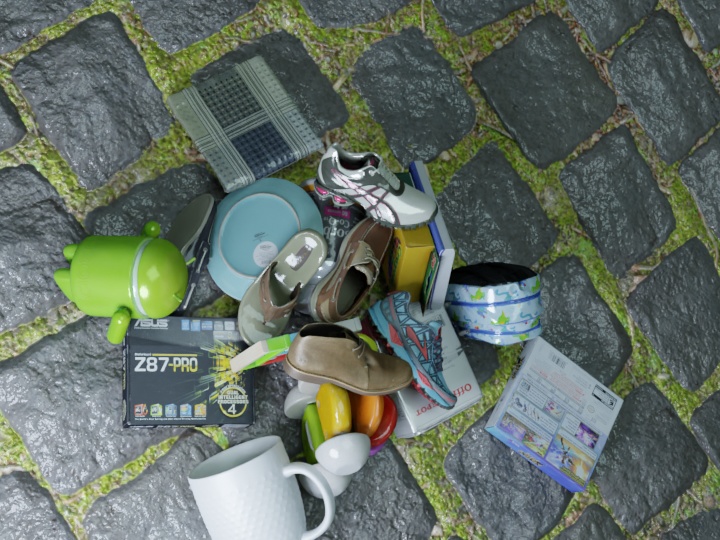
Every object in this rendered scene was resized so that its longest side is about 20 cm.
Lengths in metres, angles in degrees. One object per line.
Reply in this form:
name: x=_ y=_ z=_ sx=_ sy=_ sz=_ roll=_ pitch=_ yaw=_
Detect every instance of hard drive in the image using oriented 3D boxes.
hard drive: x=0.104 y=-0.057 z=1.752 sx=0.025 sy=0.133 sz=0.202 roll=-4 pitch=47 yaw=-12

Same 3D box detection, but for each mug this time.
mug: x=-0.130 y=0.344 z=1.584 sx=0.197 sy=0.148 sz=0.178 roll=-19 pitch=95 yaw=18

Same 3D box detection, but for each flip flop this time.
flip flop: x=-0.118 y=0.028 z=1.635 sx=0.081 sy=0.058 sz=0.201 roll=36 pitch=101 yaw=-8

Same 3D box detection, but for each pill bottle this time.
pill bottle: x=-0.053 y=-0.036 z=1.739 sx=0.114 sy=0.116 sz=0.204 roll=10 pitch=74 yaw=-19

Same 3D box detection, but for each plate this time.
plate: x=-0.153 y=-0.051 z=1.694 sx=0.196 sy=0.026 sz=0.204 roll=-4 pitch=73 yaw=13

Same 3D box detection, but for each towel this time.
towel: x=-0.186 y=-0.236 z=1.762 sx=0.191 sy=0.035 sz=0.202 roll=-28 pitch=74 yaw=-23

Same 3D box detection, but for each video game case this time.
video game case: x=0.331 y=0.245 z=1.868 sx=0.199 sy=0.045 sz=0.183 roll=36 pitch=66 yaw=-10

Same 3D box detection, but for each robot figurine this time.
robot figurine: x=-0.337 y=0.009 z=1.582 sx=0.196 sy=0.117 sz=0.178 roll=2 pitch=55 yaw=15

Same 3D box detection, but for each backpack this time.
backpack: x=0.218 y=0.049 z=1.784 sx=0.160 sy=0.200 sz=0.157 roll=-6 pitch=81 yaw=-23

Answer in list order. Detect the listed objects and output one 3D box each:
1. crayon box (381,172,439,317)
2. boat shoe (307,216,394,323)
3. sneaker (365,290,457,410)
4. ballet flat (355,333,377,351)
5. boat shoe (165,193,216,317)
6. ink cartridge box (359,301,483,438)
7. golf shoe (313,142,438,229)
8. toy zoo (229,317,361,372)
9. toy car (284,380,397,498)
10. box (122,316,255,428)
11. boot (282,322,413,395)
crayon box: x=0.069 y=-0.042 z=1.736 sx=0.050 sy=0.128 sz=0.202 roll=-3 pitch=46 yaw=-14
boat shoe: x=0.000 y=0.000 z=1.656 sx=0.076 sy=0.071 sz=0.202 roll=43 pitch=66 yaw=-30
sneaker: x=0.097 y=0.119 z=1.678 sx=0.095 sy=0.079 sz=0.201 roll=-37 pitch=92 yaw=-2
ballet flat: x=0.000 y=0.144 z=1.692 sx=0.065 sy=0.202 sz=0.068 roll=8 pitch=50 yaw=13
boat shoe: x=-0.265 y=-0.021 z=1.689 sx=0.063 sy=0.072 sz=0.203 roll=41 pitch=61 yaw=-41
ink cartridge box: x=0.090 y=0.149 z=1.772 sx=0.144 sy=0.085 sz=0.203 roll=-23 pitch=85 yaw=-25
golf shoe: x=0.028 y=-0.125 z=1.656 sx=0.196 sy=0.089 sz=0.078 roll=17 pitch=45 yaw=-2
toy zoo: x=-0.085 y=0.108 z=1.645 sx=0.197 sy=0.131 sz=0.021 roll=-12 pitch=79 yaw=-31
toy car: x=-0.022 y=0.230 z=1.646 sx=0.147 sy=0.201 sz=0.178 roll=-4 pitch=59 yaw=-23
box: x=-0.258 y=0.153 z=1.649 sx=0.196 sy=0.049 sz=0.165 roll=4 pitch=73 yaw=-22
boot: x=-0.007 y=0.125 z=1.564 sx=0.196 sy=0.076 sz=0.074 roll=10 pitch=31 yaw=-21
